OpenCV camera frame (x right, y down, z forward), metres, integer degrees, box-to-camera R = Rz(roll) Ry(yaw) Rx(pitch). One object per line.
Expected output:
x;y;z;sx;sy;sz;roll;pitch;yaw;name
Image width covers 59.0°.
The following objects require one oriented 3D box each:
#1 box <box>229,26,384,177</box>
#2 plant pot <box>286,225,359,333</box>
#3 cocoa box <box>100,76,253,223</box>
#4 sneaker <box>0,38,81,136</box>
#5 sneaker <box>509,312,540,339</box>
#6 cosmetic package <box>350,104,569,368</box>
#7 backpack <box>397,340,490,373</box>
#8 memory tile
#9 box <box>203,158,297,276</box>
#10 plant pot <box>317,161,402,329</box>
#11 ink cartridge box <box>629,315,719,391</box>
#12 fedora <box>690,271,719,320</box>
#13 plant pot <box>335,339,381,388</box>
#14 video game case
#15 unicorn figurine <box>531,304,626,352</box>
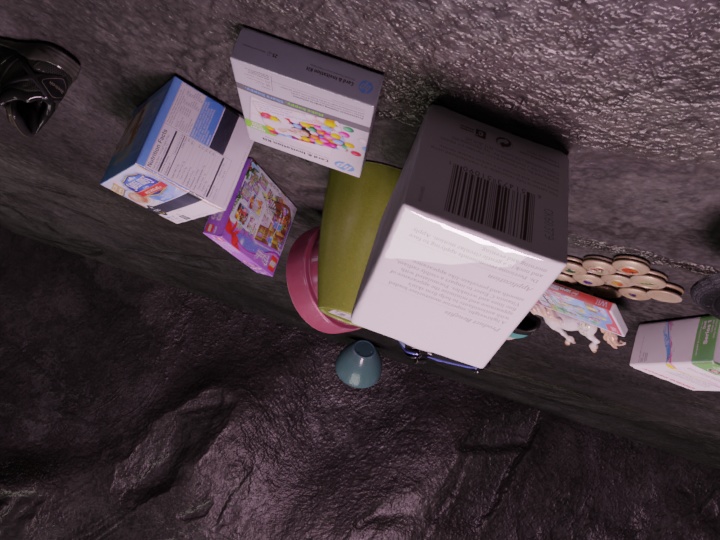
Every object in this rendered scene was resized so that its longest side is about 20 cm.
-0.060;-0.183;0.730;0.155;0.041;0.200;19;168;-1;box
0.000;0.000;1.109;0.178;0.202;0.199;-17;145;42;plant pot
-0.258;-0.160;0.891;0.131;0.134;0.199;27;164;-31;cocoa box
-0.483;-0.253;0.877;0.198;0.115;0.076;15;165;26;sneaker
0.207;0.041;1.024;0.199;0.072;0.080;34;155;-17;sneaker
0.105;-0.031;0.689;0.164;0.166;0.201;20;140;-4;cosmetic package
0.142;0.071;1.181;0.182;0.148;0.200;13;-162;-27;backpack
0.373;0.013;0.980;0.153;0.017;0.199;27;164;-34;memory tile
-0.180;-0.086;1.079;0.039;0.138;0.200;13;166;20;box
0.012;-0.024;0.920;0.186;0.201;0.187;18;168;4;plant pot
0.580;0.143;1.068;0.144;0.085;0.200;21;167;-10;ink cartridge box
0.451;0.005;0.664;0.199;0.092;0.201;18;167;4;fedora
0.003;0.369;2.651;0.199;0.201;0.135;18;133;3;plant pot
0.347;0.051;1.089;0.199;0.018;0.143;23;171;36;video game case
0.394;0.102;1.225;0.199;0.074;0.137;-12;141;39;unicorn figurine
